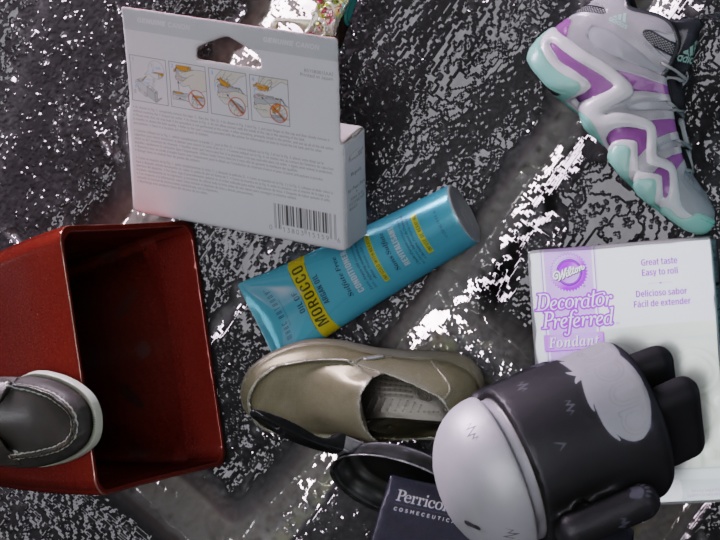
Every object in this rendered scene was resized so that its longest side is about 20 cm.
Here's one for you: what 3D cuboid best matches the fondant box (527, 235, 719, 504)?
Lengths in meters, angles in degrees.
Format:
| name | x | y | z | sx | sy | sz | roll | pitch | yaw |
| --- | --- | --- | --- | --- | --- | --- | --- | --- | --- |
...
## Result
| name | x | y | z | sx | sy | sz | roll | pitch | yaw |
| --- | --- | --- | --- | --- | --- | --- | --- | --- | --- |
| fondant box | 0.208 | 0.079 | 1.665 | 0.143 | 0.058 | 0.202 | -4 | 88 | 14 |

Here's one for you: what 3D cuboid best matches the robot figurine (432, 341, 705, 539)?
| name | x | y | z | sx | sy | sz | roll | pitch | yaw |
| --- | --- | --- | --- | --- | --- | --- | --- | --- | --- |
| robot figurine | 0.150 | 0.129 | 1.573 | 0.198 | 0.150 | 0.126 | -21 | 88 | -11 |

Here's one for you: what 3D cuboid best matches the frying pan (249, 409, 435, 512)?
| name | x | y | z | sx | sy | sz | roll | pitch | yaw |
| --- | --- | --- | --- | --- | --- | --- | --- | --- | --- |
| frying pan | -0.003 | 0.153 | 1.688 | 0.188 | 0.115 | 0.031 | 22 | 62 | -2 |

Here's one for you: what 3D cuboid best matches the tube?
| name | x | y | z | sx | sy | sz | roll | pitch | yaw |
| --- | --- | --- | --- | --- | --- | --- | --- | --- | --- |
| tube | 0.000 | 0.000 | 1.725 | 0.199 | 0.050 | 0.078 | -29 | 78 | 18 |

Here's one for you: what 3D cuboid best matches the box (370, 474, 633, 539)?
| name | x | y | z | sx | sy | sz | roll | pitch | yaw |
| --- | --- | --- | --- | --- | --- | --- | --- | --- | --- |
| box | 0.092 | 0.283 | 1.627 | 0.195 | 0.118 | 0.201 | 11 | 64 | 13 |

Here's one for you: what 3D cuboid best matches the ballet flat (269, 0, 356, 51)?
| name | x | y | z | sx | sy | sz | roll | pitch | yaw |
| --- | --- | --- | --- | --- | --- | --- | --- | --- | --- |
| ballet flat | -0.036 | -0.199 | 1.713 | 0.063 | 0.076 | 0.202 | 21 | 94 | -1 |

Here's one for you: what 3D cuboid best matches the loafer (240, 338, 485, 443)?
| name | x | y | z | sx | sy | sz | roll | pitch | yaw |
| --- | --- | --- | --- | --- | --- | --- | --- | --- | --- |
| loafer | -0.003 | 0.098 | 1.703 | 0.198 | 0.068 | 0.076 | -4 | 108 | 13 |

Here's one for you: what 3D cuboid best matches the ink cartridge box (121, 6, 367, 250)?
| name | x | y | z | sx | sy | sz | roll | pitch | yaw |
| --- | --- | --- | --- | --- | --- | --- | --- | --- | --- |
| ink cartridge box | -0.092 | -0.117 | 1.694 | 0.198 | 0.044 | 0.175 | 11 | 116 | 25 |

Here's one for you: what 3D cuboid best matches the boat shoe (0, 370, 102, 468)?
| name | x | y | z | sx | sy | sz | roll | pitch | yaw |
| --- | --- | --- | --- | --- | --- | --- | --- | --- | --- |
| boat shoe | -0.279 | 0.112 | 1.601 | 0.200 | 0.060 | 0.073 | -1 | 93 | 35 |

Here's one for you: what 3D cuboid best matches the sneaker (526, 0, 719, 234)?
| name | x | y | z | sx | sy | sz | roll | pitch | yaw |
| --- | --- | --- | --- | --- | --- | --- | --- | --- | --- |
| sneaker | 0.236 | -0.138 | 1.647 | 0.140 | 0.078 | 0.200 | -42 | 82 | 11 |

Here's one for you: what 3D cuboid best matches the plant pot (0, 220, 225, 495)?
| name | x | y | z | sx | sy | sz | roll | pitch | yaw |
| --- | --- | --- | --- | --- | --- | --- | --- | --- | --- |
| plant pot | -0.242 | 0.075 | 1.715 | 0.175 | 0.199 | 0.202 | -9 | 88 | 25 |
